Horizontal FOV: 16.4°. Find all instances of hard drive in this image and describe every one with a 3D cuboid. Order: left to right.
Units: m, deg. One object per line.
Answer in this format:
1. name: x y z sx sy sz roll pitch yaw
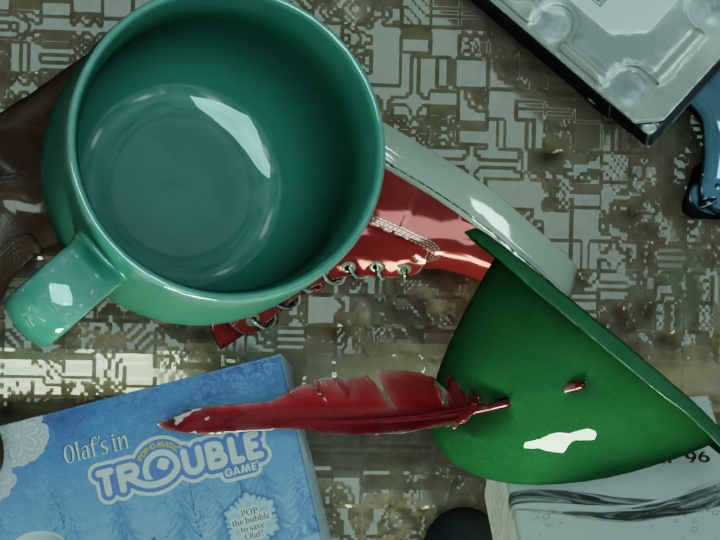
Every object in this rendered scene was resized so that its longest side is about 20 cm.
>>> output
1. hard drive: 0.120 -0.179 1.295 0.200 0.038 0.140 42 85 10

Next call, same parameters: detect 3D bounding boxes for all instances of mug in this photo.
1. mug: -0.091 -0.047 1.192 0.185 0.114 0.152 -9 84 -18

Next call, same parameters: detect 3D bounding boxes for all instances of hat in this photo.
1. hat: 0.055 0.093 1.200 0.176 0.200 0.166 -49 137 0

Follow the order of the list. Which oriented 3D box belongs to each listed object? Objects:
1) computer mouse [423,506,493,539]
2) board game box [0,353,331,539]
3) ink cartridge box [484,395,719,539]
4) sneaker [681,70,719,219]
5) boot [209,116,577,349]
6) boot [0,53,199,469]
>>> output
1. computer mouse: 0.084 0.220 1.322 0.059 0.034 0.200 -24 94 -9
2. board game box: -0.110 0.162 1.242 0.200 0.043 0.199 -15 75 4
3. ink cartridge box: 0.128 0.129 1.246 0.116 0.200 0.068 -3 133 -6
4. sneaker: 0.217 -0.039 1.329 0.090 0.078 0.200 -27 85 2
5. boot: 0.000 0.000 1.292 0.200 0.072 0.144 31 86 1
6. boot: -0.150 -0.010 1.255 0.200 0.064 0.187 -26 77 -12
